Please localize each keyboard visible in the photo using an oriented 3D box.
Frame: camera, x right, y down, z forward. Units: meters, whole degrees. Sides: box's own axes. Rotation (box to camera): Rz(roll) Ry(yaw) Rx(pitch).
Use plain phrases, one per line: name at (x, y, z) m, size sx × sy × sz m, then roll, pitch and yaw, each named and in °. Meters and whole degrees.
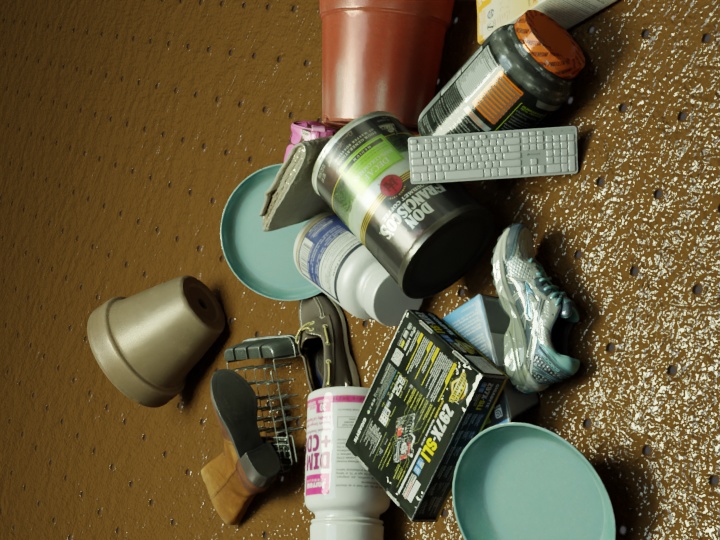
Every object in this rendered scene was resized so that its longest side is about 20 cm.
keyboard at (0.158, -0.137, 1.387) m, size 0.011 × 0.199 × 0.057 m, roll -55°, pitch -39°, yaw -82°

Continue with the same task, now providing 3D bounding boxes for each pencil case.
pencil case at (-0.089, -0.129, 1.771) m, size 0.094 × 0.090 × 0.201 m, roll -27°, pitch -49°, yaw -86°

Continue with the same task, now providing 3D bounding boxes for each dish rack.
dish rack at (-0.140, 0.201, 1.743) m, size 0.153 × 0.054 × 0.201 m, roll -9°, pitch 91°, yaw 53°

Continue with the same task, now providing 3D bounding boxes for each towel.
towel at (-0.058, -0.125, 1.576) m, size 0.035 × 0.132 × 0.200 m, roll 59°, pitch 144°, yaw 17°

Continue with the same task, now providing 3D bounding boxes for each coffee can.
coffee can at (0.052, -0.084, 1.477) m, size 0.200 × 0.146 × 0.147 m, roll 49°, pitch 118°, yaw 28°

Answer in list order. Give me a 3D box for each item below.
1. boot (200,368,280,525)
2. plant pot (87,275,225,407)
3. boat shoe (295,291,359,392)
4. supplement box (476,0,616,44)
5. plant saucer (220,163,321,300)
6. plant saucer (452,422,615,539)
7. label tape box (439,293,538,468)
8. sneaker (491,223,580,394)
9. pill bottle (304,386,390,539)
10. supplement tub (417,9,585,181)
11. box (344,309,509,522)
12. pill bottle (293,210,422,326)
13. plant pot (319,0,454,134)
boot at (-0.197, 0.266, 1.756) m, size 0.189 × 0.068 × 0.200 m, roll 56°, pitch 145°, yaw 14°
plant pot at (-0.323, 0.102, 1.944) m, size 0.174 × 0.200 × 0.201 m, roll -34°, pitch 51°, yaw 18°
boat shoe at (-0.058, 0.107, 1.674) m, size 0.072 × 0.059 × 0.201 m, roll -46°, pitch 46°, yaw 34°
supplement box at (0.233, -0.364, 1.434) m, size 0.200 × 0.073 × 0.127 m, roll -26°, pitch 57°, yaw 46°
plant saucer at (-0.105, -0.056, 1.715) m, size 0.027 × 0.199 × 0.201 m, roll -62°, pitch -13°, yaw -88°
plant saucer at (0.193, 0.258, 1.269) m, size 0.199 × 0.036 × 0.201 m, roll 9°, pitch 106°, yaw 36°
label tape box at (0.137, 0.151, 1.402) m, size 0.144 × 0.063 × 0.201 m, roll -35°, pitch 55°, yaw 41°
sneaker at (0.212, 0.038, 1.349) m, size 0.086 × 0.077 × 0.201 m, roll -18°, pitch 71°, yaw 35°
pill bottle at (-0.016, 0.260, 1.525) m, size 0.113 × 0.113 × 0.201 m, roll -20°, pitch 64°, yaw 48°
supplement tub at (0.173, -0.213, 1.426) m, size 0.200 × 0.122 × 0.123 m, roll -46°, pitch 46°, yaw 33°
box at (0.073, 0.170, 1.386) m, size 0.160 × 0.049 × 0.201 m, roll 40°, pitch 112°, yaw 46°
pill bottle at (0.000, 0.000, 1.592) m, size 0.200 × 0.111 × 0.111 m, roll 36°, pitch 107°, yaw 51°
plant pot at (0.030, -0.291, 1.599) m, size 0.200 × 0.200 × 0.196 m, roll 7°, pitch 92°, yaw 53°
